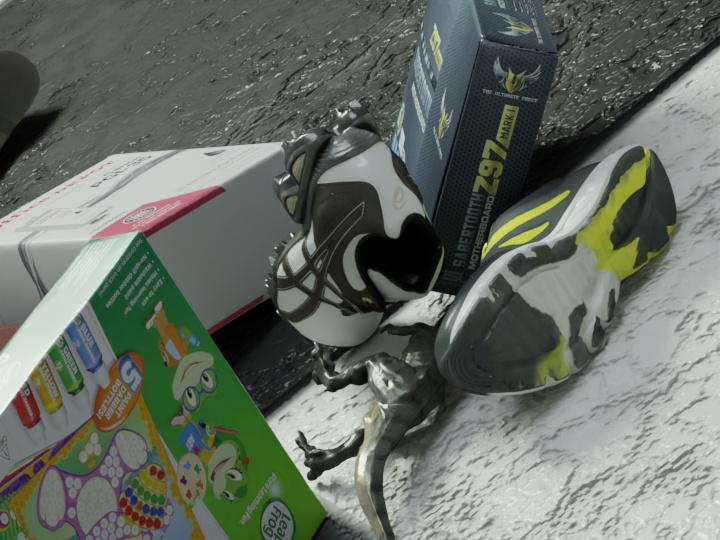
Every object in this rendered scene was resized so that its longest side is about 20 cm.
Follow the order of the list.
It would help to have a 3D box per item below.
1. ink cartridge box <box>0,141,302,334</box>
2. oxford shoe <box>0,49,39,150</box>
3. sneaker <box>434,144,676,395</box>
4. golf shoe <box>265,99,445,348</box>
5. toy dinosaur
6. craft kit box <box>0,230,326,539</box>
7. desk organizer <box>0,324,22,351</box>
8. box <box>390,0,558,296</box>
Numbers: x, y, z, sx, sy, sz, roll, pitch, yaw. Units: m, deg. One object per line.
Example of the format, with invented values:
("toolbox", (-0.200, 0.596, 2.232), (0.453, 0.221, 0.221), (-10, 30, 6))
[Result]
("ink cartridge box", (-0.138, -0.012, 1.856), (0.146, 0.083, 0.199), (-33, 20, -36))
("oxford shoe", (-0.320, -0.083, 2.290), (0.200, 0.071, 0.071), (-51, 2, -35))
("sneaker", (0.096, 0.008, 1.598), (0.084, 0.075, 0.200), (-14, 21, 47))
("golf shoe", (0.000, 0.000, 1.633), (0.078, 0.200, 0.095), (-35, 63, -17))
("toy dinosaur", (0.010, 0.074, 1.598), (0.088, 0.048, 0.200), (-8, 37, 31))
("craft kit box", (-0.120, 0.118, 1.483), (0.048, 0.198, 0.200), (-8, 34, 38))
("desk organizer", (-0.210, 0.082, 1.811), (0.199, 0.072, 0.077), (-8, 35, 43))
("box", (0.063, -0.096, 1.727), (0.051, 0.159, 0.200), (11, 25, -10))
